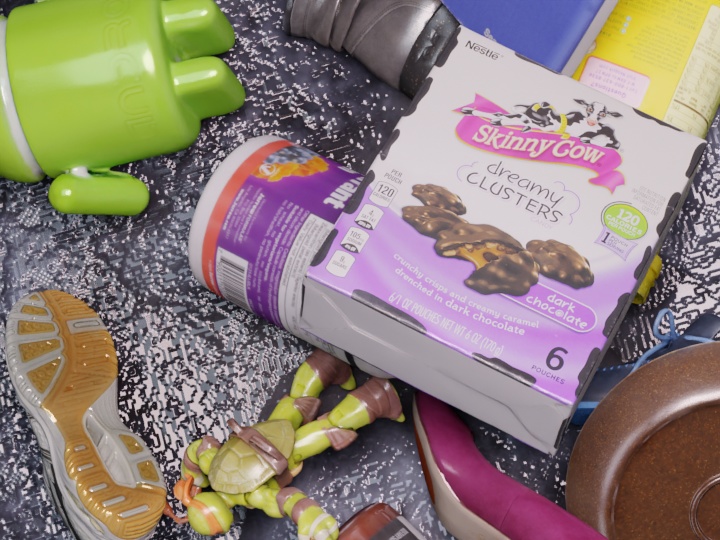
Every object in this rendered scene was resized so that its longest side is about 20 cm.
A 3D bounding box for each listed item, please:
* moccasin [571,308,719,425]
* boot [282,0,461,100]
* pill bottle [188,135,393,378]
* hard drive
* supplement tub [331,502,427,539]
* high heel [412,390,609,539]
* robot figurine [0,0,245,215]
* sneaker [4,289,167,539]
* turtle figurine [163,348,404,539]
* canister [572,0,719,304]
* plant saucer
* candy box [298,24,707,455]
[{"bbox_3d":[0.222,0.061,1.228,0.200,0.080,0.068,-4,76,-6],"label":"moccasin"},{"bbox_3d":[0.041,-0.221,1.297,0.132,0.070,0.200,33,83,17],"label":"boot"},{"bbox_3d":[0.000,0.000,1.225,0.200,0.111,0.112,26,86,25],"label":"pill bottle"},{"bbox_3d":[0.116,-0.215,1.164,0.132,0.025,0.200,53,135,25],"label":"hard drive"},{"bbox_3d":[0.048,0.245,1.204,0.200,0.107,0.107,42,90,12],"label":"supplement tub"},{"bbox_3d":[0.098,0.142,1.213,0.096,0.067,0.200,-17,50,-7],"label":"high heel"},{"bbox_3d":[-0.181,-0.125,1.289,0.200,0.116,0.176,-12,79,7],"label":"robot figurine"},{"bbox_3d":[-0.192,0.107,1.278,0.076,0.088,0.200,-6,54,-26],"label":"sneaker"},{"bbox_3d":[-0.062,0.114,1.237,0.161,0.200,0.064,-42,121,-20],"label":"turtle figurine"},{"bbox_3d":[0.152,-0.098,1.250,0.148,0.087,0.200,22,84,13],"label":"canister"},{"bbox_3d":[0.226,0.141,1.182,0.200,0.034,0.201,1,108,3],"label":"plant saucer"},{"bbox_3d":[0.084,-0.021,1.130,0.168,0.072,0.200,26,62,10],"label":"candy box"}]
